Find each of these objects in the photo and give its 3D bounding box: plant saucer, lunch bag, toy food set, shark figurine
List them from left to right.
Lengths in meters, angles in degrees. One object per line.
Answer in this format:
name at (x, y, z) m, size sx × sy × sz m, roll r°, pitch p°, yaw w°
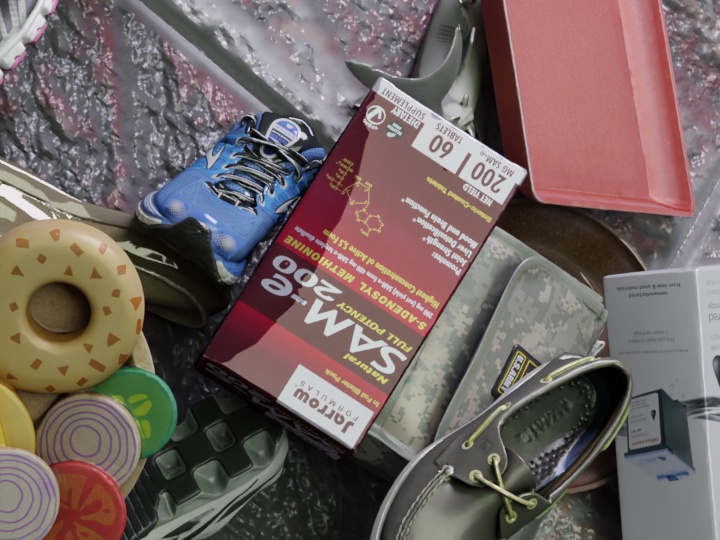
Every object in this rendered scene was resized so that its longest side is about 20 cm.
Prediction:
toy food set at (-0.205, 0.078, 1.408) m, size 0.199 × 0.049 × 0.199 m, roll -14°, pitch 102°, yaw -8°
shark figurine at (0.035, -0.115, 1.651) m, size 0.089 × 0.215 × 0.129 m, roll 1°, pitch 110°, yaw 11°
lunch bag at (0.044, 0.050, 1.572) m, size 0.200 × 0.118 × 0.164 m, roll 29°, pitch 77°, yaw -6°
plant saucer at (0.118, 0.052, 1.688) m, size 0.200 × 0.037 × 0.201 m, roll 7°, pitch 75°, yaw -26°
plant saucer at (0.148, -0.135, 1.714) m, size 0.199 × 0.037 × 0.201 m, roll 3°, pitch 76°, yaw -51°

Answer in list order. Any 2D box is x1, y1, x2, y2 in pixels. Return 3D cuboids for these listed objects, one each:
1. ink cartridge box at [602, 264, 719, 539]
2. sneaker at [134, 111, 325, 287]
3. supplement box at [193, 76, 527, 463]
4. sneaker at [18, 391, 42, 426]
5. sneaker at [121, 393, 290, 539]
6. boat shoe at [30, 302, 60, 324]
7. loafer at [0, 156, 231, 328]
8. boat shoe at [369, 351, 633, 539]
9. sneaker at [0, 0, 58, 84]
ink cartridge box at (0.242, 0.097, 1.679) m, size 0.146 × 0.086 × 0.201 m, roll -4°, pitch 87°, yaw -46°
sneaker at (-0.074, -0.056, 1.530) m, size 0.078 × 0.089 × 0.200 m, roll 36°, pitch 20°, yaw -1°
supplement box at (0.000, 0.000, 1.486) m, size 0.109 × 0.061 × 0.200 m, roll 32°, pitch 78°, yaw -2°
sneaker at (-0.233, 0.096, 1.463) m, size 0.200 × 0.093 × 0.070 m, roll -48°, pitch 111°, yaw -28°
sneaker at (-0.132, 0.147, 1.522) m, size 0.199 × 0.089 × 0.074 m, roll -22°, pitch 62°, yaw -6°
boat shoe at (-0.261, 0.017, 1.463) m, size 0.199 × 0.072 × 0.065 m, roll 10°, pitch 116°, yaw -4°
loafer at (-0.176, -0.006, 1.536) m, size 0.199 × 0.076 × 0.068 m, roll 24°, pitch 69°, yaw -9°
boat shoe at (0.085, 0.117, 1.484) m, size 0.202 × 0.060 × 0.072 m, roll -41°, pitch 98°, yaw -29°
sneaker at (-0.258, -0.139, 1.521) m, size 0.087 × 0.074 × 0.200 m, roll 42°, pitch 68°, yaw -19°
